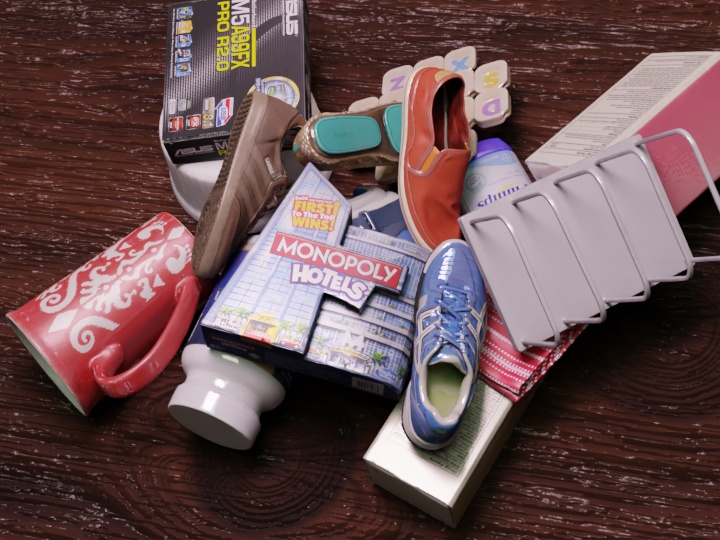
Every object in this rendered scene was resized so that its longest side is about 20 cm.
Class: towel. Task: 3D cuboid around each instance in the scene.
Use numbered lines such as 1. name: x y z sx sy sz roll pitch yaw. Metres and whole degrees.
1. towel: 0.164 0.018 1.218 0.144 0.023 0.200 36 72 26

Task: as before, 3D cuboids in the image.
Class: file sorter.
1. file sorter: 0.218 -0.028 1.121 0.199 0.125 0.139 -25 93 -10

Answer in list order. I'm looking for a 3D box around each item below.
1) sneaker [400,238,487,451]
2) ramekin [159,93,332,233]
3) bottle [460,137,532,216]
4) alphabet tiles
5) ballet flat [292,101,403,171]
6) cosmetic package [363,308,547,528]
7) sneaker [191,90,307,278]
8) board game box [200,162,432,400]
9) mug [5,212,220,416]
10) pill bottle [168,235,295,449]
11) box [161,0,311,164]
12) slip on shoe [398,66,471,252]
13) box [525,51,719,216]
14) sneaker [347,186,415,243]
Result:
1. sneaker: 0.087 0.066 1.142 0.075 0.077 0.201 8 75 -7
2. ramekin: -0.134 -0.152 1.406 0.199 0.098 0.202 -4 60 7
3. bottle: 0.161 -0.048 1.313 0.083 0.065 0.201 -22 59 -4
4. alphabet tiles: 0.075 -0.181 1.394 0.199 0.015 0.196 -13 45 20
5. ballet flat: 0.012 -0.138 1.286 0.199 0.065 0.071 -3 80 -36
6. cosmetic package: 0.099 0.139 1.214 0.105 0.071 0.200 27 69 22
7. sneaker: -0.111 -0.080 1.257 0.075 0.070 0.201 19 91 -21
8. board game box: -0.029 0.002 1.202 0.199 0.062 0.201 14 66 6
9. mug: -0.241 0.053 1.298 0.200 0.134 0.177 -40 68 -18
10. pill bottle: -0.115 0.074 1.264 0.115 0.116 0.201 15 65 18
11. box: -0.136 -0.220 1.363 0.159 0.044 0.201 -6 60 7
12. slip on shoe: 0.081 -0.110 1.258 0.061 0.074 0.201 2 94 51
13. box: 0.297 -0.127 1.282 0.200 0.109 0.128 -40 21 -12
14. sneaker: 0.000 0.000 1.287 0.146 0.081 0.200 32 60 4
